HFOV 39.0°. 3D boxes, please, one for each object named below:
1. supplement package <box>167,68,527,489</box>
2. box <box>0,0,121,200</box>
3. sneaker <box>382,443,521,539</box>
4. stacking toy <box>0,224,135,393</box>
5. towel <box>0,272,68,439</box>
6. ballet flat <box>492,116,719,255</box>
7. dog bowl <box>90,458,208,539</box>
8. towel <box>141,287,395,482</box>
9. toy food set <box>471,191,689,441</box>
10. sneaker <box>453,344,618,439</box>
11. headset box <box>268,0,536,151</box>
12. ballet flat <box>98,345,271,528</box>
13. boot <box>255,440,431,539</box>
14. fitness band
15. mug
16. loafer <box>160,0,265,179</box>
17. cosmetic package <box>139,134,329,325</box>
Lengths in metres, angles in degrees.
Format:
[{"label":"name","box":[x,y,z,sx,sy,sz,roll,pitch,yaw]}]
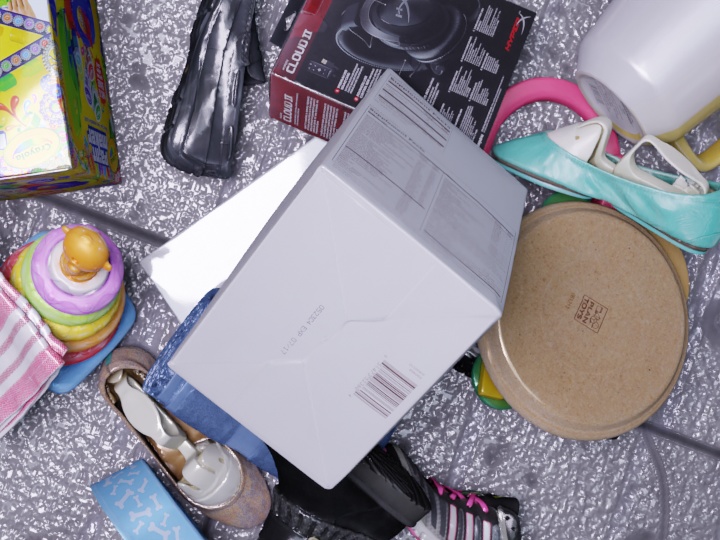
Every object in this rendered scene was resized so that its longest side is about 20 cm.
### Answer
[{"label":"supplement package","box":[0.000,0.000,0.721,0.146,0.201,0.192,38,120,-7]},{"label":"box","box":[-0.273,-0.159,0.785,0.120,0.200,0.197,-8,93,-3]},{"label":"sneaker","box":[0.092,0.214,0.882,0.087,0.074,0.200,-42,95,-5]},{"label":"stacking toy","box":[-0.223,0.006,0.782,0.116,0.200,0.110,42,61,-5]},{"label":"towel","box":[-0.324,0.032,0.787,0.200,0.030,0.146,48,127,-2]},{"label":"ballet flat","box":[0.207,-0.084,0.825,0.198,0.067,0.071,26,116,15]},{"label":"dog bowl","box":[-0.147,0.244,0.853,0.049,0.111,0.201,-39,93,-14]},{"label":"towel","box":[-0.069,0.104,0.834,0.199,0.049,0.112,36,95,-21]},{"label":"toy food set","box":[0.179,0.037,0.837,0.194,0.049,0.204,14,79,-11]},{"label":"sneaker","box":[0.149,0.066,0.889,0.198,0.076,0.089,27,76,-8]},{"label":"headset box","box":[0.024,-0.172,0.833,0.197,0.077,0.151,22,70,3]},{"label":"ballet flat","box":[-0.154,0.151,0.867,0.068,0.067,0.200,-45,94,-1]},{"label":"boot","box":[-0.062,0.180,0.790,0.158,0.080,0.211,-44,106,7]},{"label":"fitness band","box":[0.154,-0.068,0.895,0.141,0.037,0.204,17,90,-1]},{"label":"mug","box":[0.273,-0.173,0.839,0.153,0.149,0.187,-43,93,0]},{"label":"loafer","box":[-0.113,-0.178,0.864,0.069,0.068,0.204,16,89,-22]},{"label":"cosmetic package","box":[-0.065,-0.002,0.875,0.198,0.052,0.152,-34,92,-1]}]
